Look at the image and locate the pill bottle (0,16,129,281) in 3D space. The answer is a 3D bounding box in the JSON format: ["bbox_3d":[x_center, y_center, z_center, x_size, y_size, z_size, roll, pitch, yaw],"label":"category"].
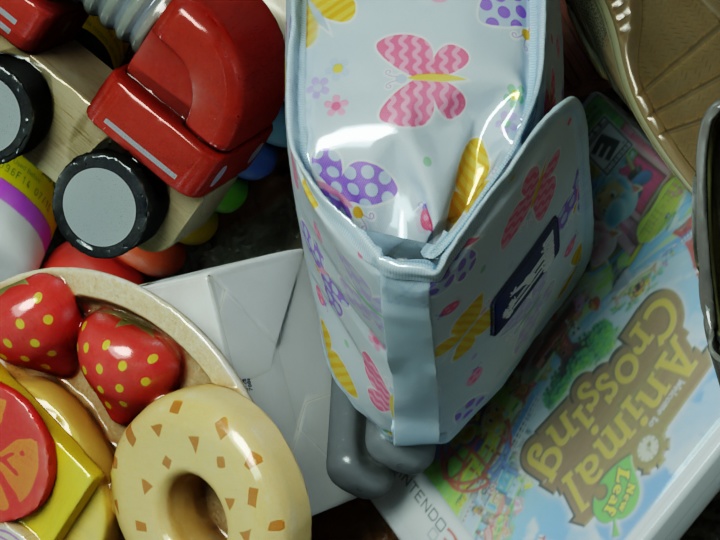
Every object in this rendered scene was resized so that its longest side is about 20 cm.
[{"bbox_3d":[-0.172,-0.096,1.328,0.104,0.104,0.201,4,61,30],"label":"pill bottle"}]

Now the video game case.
[{"bbox_3d":[0.087,0.050,1.155,0.200,0.022,0.182,-52,42,13],"label":"video game case"}]

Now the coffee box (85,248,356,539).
[{"bbox_3d":[-0.111,0.066,1.228,0.199,0.080,0.115,-11,93,34],"label":"coffee box"}]

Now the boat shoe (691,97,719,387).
[{"bbox_3d":[0.160,0.030,1.034,0.073,0.065,0.201,-21,77,27],"label":"boat shoe"}]

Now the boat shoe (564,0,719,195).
[{"bbox_3d":[0.125,-0.106,1.140,0.071,0.065,0.201,-23,77,-7],"label":"boat shoe"}]

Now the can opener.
[{"bbox_3d":[0.000,0.000,1.207,0.053,0.067,0.201,-34,39,39],"label":"can opener"}]

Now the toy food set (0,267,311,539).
[{"bbox_3d":[-0.115,0.099,1.160,0.200,0.049,0.198,43,121,15],"label":"toy food set"}]

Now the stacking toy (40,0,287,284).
[{"bbox_3d":[-0.085,-0.048,1.292,0.200,0.085,0.085,-52,57,9],"label":"stacking toy"}]

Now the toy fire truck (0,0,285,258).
[{"bbox_3d":[-0.094,-0.135,1.201,0.176,0.129,0.200,39,113,6],"label":"toy fire truck"}]

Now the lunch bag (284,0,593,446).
[{"bbox_3d":[0.030,-0.047,1.106,0.126,0.170,0.201,0,61,5],"label":"lunch bag"}]

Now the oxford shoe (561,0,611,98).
[{"bbox_3d":[0.137,-0.133,1.210,0.199,0.074,0.071,-27,90,35],"label":"oxford shoe"}]
